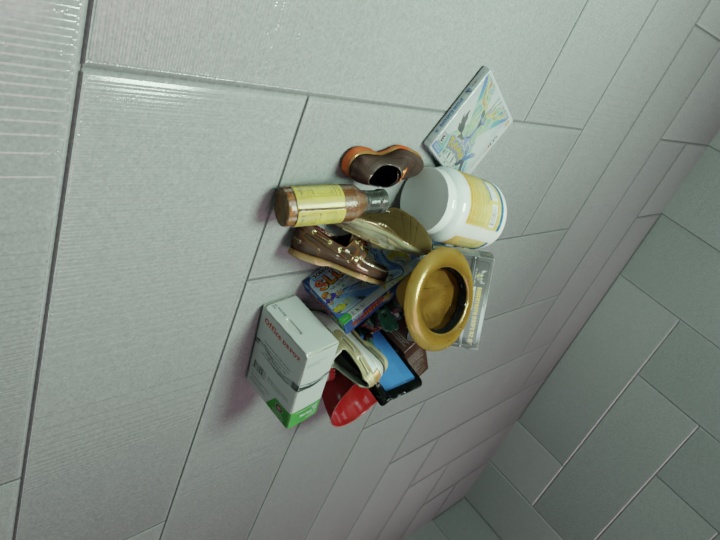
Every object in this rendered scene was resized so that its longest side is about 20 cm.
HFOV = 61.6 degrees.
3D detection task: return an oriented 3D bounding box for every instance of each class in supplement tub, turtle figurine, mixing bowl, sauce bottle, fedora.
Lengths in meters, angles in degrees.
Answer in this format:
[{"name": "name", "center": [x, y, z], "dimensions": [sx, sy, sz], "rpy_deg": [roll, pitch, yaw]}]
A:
[{"name": "supplement tub", "center": [0.187, -0.125, 1.209], "dimensions": [0.197, 0.145, 0.146], "rpy_deg": [8, 121, -45]}, {"name": "turtle figurine", "center": [0.040, 0.109, 1.222], "dimensions": [0.152, 0.099, 0.200], "rpy_deg": [-63, -175, -27]}, {"name": "mixing bowl", "center": [-0.023, 0.258, 1.426], "dimensions": [0.198, 0.108, 0.202], "rpy_deg": [-33, 149, -23]}, {"name": "sauce bottle", "center": [-0.043, -0.108, 0.991], "dimensions": [0.196, 0.066, 0.067], "rpy_deg": [-5, 132, -32]}, {"name": "fedora", "center": [0.128, 0.049, 1.109], "dimensions": [0.198, 0.081, 0.206], "rpy_deg": [-10, 104, -43]}]

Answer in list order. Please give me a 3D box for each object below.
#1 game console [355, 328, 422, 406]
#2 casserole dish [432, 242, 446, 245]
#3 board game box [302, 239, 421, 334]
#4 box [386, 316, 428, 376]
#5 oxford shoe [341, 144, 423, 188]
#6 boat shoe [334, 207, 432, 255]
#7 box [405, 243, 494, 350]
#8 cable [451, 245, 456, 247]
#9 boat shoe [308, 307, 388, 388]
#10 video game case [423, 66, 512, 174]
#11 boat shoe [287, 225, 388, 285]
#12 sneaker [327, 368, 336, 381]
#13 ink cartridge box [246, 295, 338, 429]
[{"name": "game console", "center": [0.030, 0.173, 1.299], "dimensions": [0.115, 0.201, 0.177], "rpy_deg": [-34, 150, -10]}, {"name": "casserole dish", "center": [0.118, -0.012, 1.370], "dimensions": [0.201, 0.039, 0.121], "rpy_deg": [-52, 150, 8]}, {"name": "board game box", "center": [0.006, 0.012, 1.156], "dimensions": [0.199, 0.135, 0.035], "rpy_deg": [-38, 146, -18]}, {"name": "box", "center": [0.114, 0.200, 1.549], "dimensions": [0.074, 0.100, 0.202], "rpy_deg": [-37, 148, -16]}, {"name": "oxford shoe", "center": [0.055, -0.174, 1.066], "dimensions": [0.197, 0.072, 0.072], "rpy_deg": [-14, 136, -44]}, {"name": "boat shoe", "center": [0.040, -0.073, 1.100], "dimensions": [0.196, 0.074, 0.065], "rpy_deg": [22, 142, -22]}, {"name": "box", "center": [0.183, 0.054, 1.252], "dimensions": [0.048, 0.154, 0.205], "rpy_deg": [-82, 179, -73]}, {"name": "cable", "center": [0.156, -0.019, 1.293], "dimensions": [0.195, 0.050, 0.100], "rpy_deg": [5, 96, -18]}, {"name": "boat shoe", "center": [-0.041, 0.146, 1.157], "dimensions": [0.068, 0.198, 0.076], "rpy_deg": [-46, 165, -47]}, {"name": "video game case", "center": [0.221, -0.279, 1.210], "dimensions": [0.183, 0.022, 0.199], "rpy_deg": [-51, 150, 5]}, {"name": "boat shoe", "center": [-0.029, -0.032, 1.064], "dimensions": [0.197, 0.070, 0.072], "rpy_deg": [20, 97, -28]}, {"name": "sneaker", "center": [-0.095, 0.179, 1.278], "dimensions": [0.081, 0.078, 0.203], "rpy_deg": [-19, 136, -23]}, {"name": "ink cartridge box", "center": [-0.133, 0.173, 1.153], "dimensions": [0.082, 0.146, 0.203], "rpy_deg": [-19, 141, -41]}]
